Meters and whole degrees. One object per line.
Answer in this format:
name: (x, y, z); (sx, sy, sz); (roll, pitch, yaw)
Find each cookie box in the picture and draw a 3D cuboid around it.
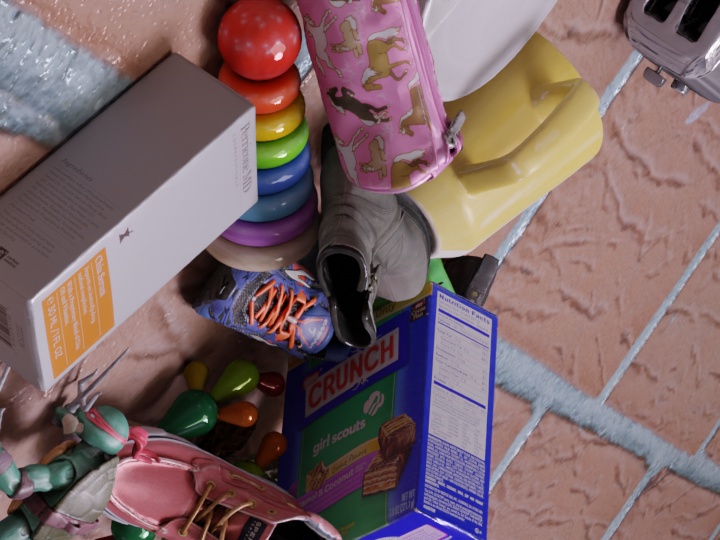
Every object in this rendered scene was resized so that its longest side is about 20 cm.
cookie box: (0.017, 0.133, 1.791); (0.171, 0.075, 0.200); (-30, -138, 39)

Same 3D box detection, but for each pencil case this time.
pencil case: (0.007, -0.152, 1.506); (0.083, 0.086, 0.200); (-96, 170, -67)

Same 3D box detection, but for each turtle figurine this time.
turtle figurine: (-0.215, 0.139, 1.567); (0.200, 0.101, 0.150); (-52, 159, 7)

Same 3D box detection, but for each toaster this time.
toaster: (0.318, -0.245, 2.081); (0.200, 0.114, 0.129); (-58, 156, 12)

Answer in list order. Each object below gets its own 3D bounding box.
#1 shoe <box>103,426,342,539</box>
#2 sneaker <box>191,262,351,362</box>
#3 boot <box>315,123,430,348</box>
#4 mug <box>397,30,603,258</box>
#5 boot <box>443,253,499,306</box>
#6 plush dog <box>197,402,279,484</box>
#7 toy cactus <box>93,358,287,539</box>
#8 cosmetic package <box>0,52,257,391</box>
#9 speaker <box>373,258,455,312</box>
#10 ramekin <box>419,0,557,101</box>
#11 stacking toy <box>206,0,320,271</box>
shoe: (-0.102, 0.169, 1.674); (0.200, 0.091, 0.072); (24, 91, -40)
sneaker: (-0.055, 0.025, 1.746); (0.075, 0.078, 0.200); (-58, 158, 6)
boot: (0.000, 0.000, 1.636); (0.200, 0.068, 0.131); (70, 22, -55)
mug: (0.076, -0.098, 1.736); (0.153, 0.149, 0.187); (-45, 167, -23)
boot: (0.063, 0.074, 2.053); (0.200, 0.069, 0.174); (-27, -139, 69)
plush dog: (-0.088, 0.201, 1.879); (0.172, 0.160, 0.200); (30, 52, -56)
toy cactus: (-0.147, 0.139, 1.739); (0.200, 0.102, 0.165); (-53, 139, 1)
cosmetic package: (-0.155, -0.031, 1.473); (0.200, 0.071, 0.101); (-44, 155, -27)
speaker: (0.025, 0.010, 1.882); (0.088, 0.088, 0.200); (-51, 158, -10)
ramekin: (0.066, -0.223, 1.620); (0.202, 0.094, 0.202); (-44, 156, -25)
stacking toy: (-0.068, -0.097, 1.565); (0.085, 0.085, 0.200); (-39, 146, -35)
